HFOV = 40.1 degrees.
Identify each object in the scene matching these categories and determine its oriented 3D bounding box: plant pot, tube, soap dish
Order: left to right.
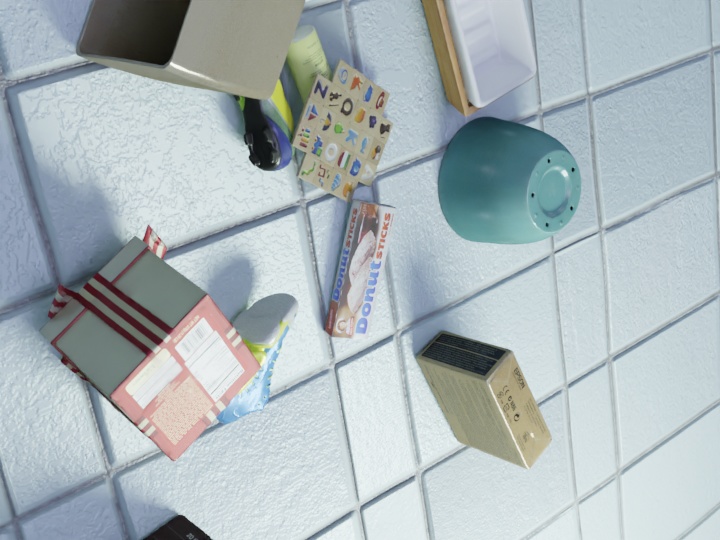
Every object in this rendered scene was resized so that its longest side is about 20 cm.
[{"bbox_3d":[-0.183,-0.303,1.160,0.176,0.198,0.203,23,86,-48],"label":"plant pot"},{"bbox_3d":[-0.052,-0.236,1.361,0.057,0.052,0.202,-18,122,4],"label":"tube"},{"bbox_3d":[0.177,-0.358,1.491,0.156,0.081,0.203,-32,118,-28],"label":"soap dish"},{"bbox_3d":[0.246,-0.133,1.544,0.198,0.160,0.205,-9,106,-35],"label":"plant pot"}]

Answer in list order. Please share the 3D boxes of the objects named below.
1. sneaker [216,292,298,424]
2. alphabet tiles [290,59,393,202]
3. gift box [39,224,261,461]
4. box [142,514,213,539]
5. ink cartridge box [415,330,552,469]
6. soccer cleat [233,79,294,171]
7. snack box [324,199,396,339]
[{"bbox_3d":[-0.148,0.126,1.358,0.200,0.075,0.106,-45,136,-13],"label":"sneaker"},{"bbox_3d":[-0.022,-0.192,1.381,0.199,0.006,0.169,21,88,-55],"label":"alphabet tiles"},{"bbox_3d":[-0.254,0.075,1.178,0.184,0.185,0.202,-43,138,-20],"label":"gift box"},{"bbox_3d":[-0.252,0.463,1.282,0.198,0.165,0.167,-30,118,-30],"label":"box"},{"bbox_3d":[0.198,0.205,1.578,0.075,0.163,0.202,-43,123,-24],"label":"ink cartridge box"},{"bbox_3d":[-0.127,-0.233,1.304,0.084,0.063,0.204,-34,119,-61],"label":"soccer cleat"},{"bbox_3d":[0.000,0.000,1.460,0.071,0.024,0.204,6,100,-39],"label":"snack box"}]
